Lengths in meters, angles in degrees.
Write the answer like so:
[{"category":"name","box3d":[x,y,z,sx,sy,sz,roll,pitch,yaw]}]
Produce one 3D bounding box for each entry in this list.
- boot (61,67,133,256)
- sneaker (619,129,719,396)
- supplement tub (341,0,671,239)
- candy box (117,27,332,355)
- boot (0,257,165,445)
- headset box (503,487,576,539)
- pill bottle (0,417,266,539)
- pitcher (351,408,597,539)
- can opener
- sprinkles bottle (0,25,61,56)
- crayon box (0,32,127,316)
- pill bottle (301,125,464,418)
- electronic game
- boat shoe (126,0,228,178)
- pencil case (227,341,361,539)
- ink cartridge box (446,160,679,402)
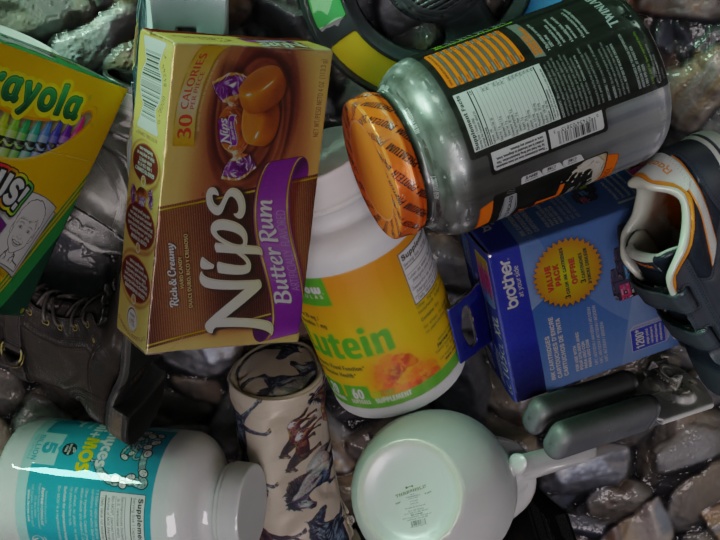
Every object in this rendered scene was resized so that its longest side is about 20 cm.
[{"category":"boot","box3d":[-0.127,-0.053,0.946,0.199,0.068,0.131,30,106,-20]},{"category":"sneaker","box3d":[0.231,0.007,0.909,0.079,0.078,0.202,-22,109,-22]},{"category":"supplement tub","box3d":[0.095,-0.100,0.856,0.198,0.123,0.124,-21,119,-12]},{"category":"candy box","box3d":[-0.090,-0.051,0.835,0.116,0.056,0.202,-3,108,-33]},{"category":"boot","box3d":[-0.224,0.031,0.939,0.173,0.069,0.201,27,129,13]},{"category":"headset box","box3d":[0.099,0.296,1.100,0.075,0.149,0.200,40,108,-21]},{"category":"pill bottle","box3d":[-0.177,0.178,1.006,0.197,0.111,0.112,3,119,14]},{"category":"pitcher","box3d":[0.090,0.161,0.990,0.170,0.200,0.122,-24,75,17]},{"category":"can opener","box3d":[0.205,0.118,1.023,0.198,0.053,0.067,-11,137,-38]},{"category":"sprinkles bottle","box3d":[-0.275,-0.070,0.898,0.068,0.068,0.202,22,102,-16]},{"category":"crayon box","box3d":[-0.248,-0.063,0.787,0.058,0.200,0.174,30,97,19]},{"category":"pill bottle","box3d":[0.000,0.000,0.956,0.110,0.111,0.202,-19,118,5]},{"category":"electronic game","box3d":[0.053,-0.211,0.889,0.197,0.042,0.202,-2,118,-4]},{"category":"boat shoe","box3d":[-0.122,-0.139,0.880,0.070,0.091,0.202,4,113,-12]},{"category":"pencil case","box3d":[-0.054,0.156,1.053,0.089,0.078,0.202,-18,120,-20]},{"category":"ink cartridge box","box3d":[0.158,0.009,0.979,0.198,0.076,0.138,-18,118,-5]}]
